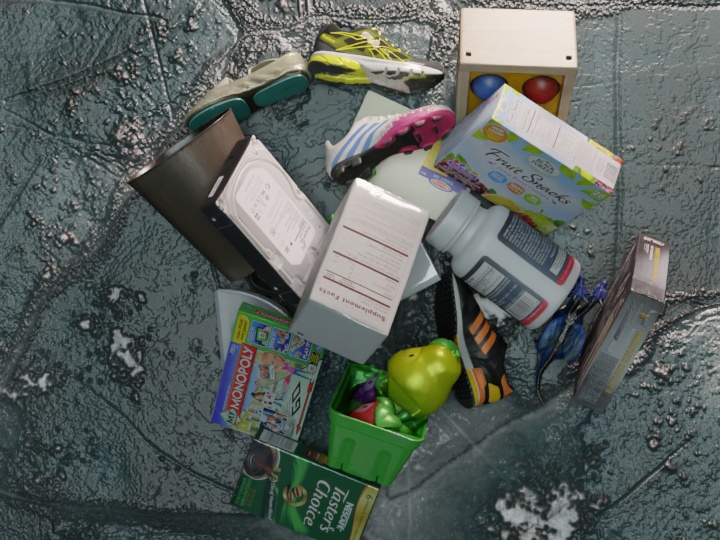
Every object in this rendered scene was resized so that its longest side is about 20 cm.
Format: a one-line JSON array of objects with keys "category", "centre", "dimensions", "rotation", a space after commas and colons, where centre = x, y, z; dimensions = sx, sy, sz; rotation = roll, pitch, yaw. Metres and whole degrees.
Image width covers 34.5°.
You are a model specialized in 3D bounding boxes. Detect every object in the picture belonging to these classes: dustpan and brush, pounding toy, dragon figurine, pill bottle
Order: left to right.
[{"category": "dustpan and brush", "centre": [-0.112, 0.095, 1.672], "dimensions": [0.199, 0.057, 0.140], "rotation": [-2, 110, 5]}, {"category": "pill bottle", "centre": [0.198, -0.021, 1.636], "dimensions": [0.200, 0.120, 0.120], "rotation": [37, 93, -4]}, {"category": "pounding toy", "centre": [0.224, -0.241, 1.614], "dimensions": [0.183, 0.200, 0.143], "rotation": [3, 59, 3]}, {"category": "dragon figurine", "centre": [0.286, 0.096, 1.650], "dimensions": [0.059, 0.099, 0.201], "rotation": [27, 92, 3]}]

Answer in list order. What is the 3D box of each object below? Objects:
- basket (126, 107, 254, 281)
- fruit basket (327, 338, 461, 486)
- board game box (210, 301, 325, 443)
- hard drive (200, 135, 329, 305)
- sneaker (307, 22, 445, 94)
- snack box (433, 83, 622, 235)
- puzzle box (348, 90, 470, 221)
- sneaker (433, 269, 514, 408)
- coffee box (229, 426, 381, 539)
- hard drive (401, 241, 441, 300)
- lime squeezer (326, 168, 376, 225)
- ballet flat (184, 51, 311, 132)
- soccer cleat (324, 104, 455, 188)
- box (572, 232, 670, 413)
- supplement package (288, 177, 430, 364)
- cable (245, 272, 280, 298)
[{"category": "basket", "centre": [-0.200, -0.096, 1.644], "dimensions": [0.180, 0.136, 0.200], "rotation": [-34, 104, 2]}, {"category": "fruit basket", "centre": [0.046, 0.172, 1.613], "dimensions": [0.155, 0.216, 0.217], "rotation": [19, 92, 3]}, {"category": "board game box", "centre": [-0.131, 0.153, 1.666], "dimensions": [0.134, 0.029, 0.201], "rotation": [17, 119, 1]}, {"category": "hard drive", "centre": [-0.122, -0.067, 1.590], "dimensions": [0.038, 0.140, 0.200], "rotation": [-13, 129, 37]}, {"category": "sneaker", "centre": [0.026, -0.311, 1.670], "dimensions": [0.199, 0.075, 0.085], "rotation": [8, 73, -7]}, {"category": "snack box", "centre": [0.227, -0.147, 1.590], "dimensions": [0.199, 0.169, 0.068], "rotation": [29, 63, -15]}, {"category": "puzzle box", "centre": [0.074, -0.161, 1.694], "dimensions": [0.199, 0.025, 0.134], "rotation": [26, 92, 2]}, {"category": "sneaker", "centre": [0.168, 0.095, 1.683], "dimensions": [0.090, 0.070, 0.201], "rotation": [-8, 83, -23]}, {"category": "coffee box", "centre": [-0.078, 0.320, 1.687], "dimensions": [0.199, 0.044, 0.123], "rotation": [22, 110, 2]}, {"category": "hard drive", "centre": [0.000, 0.000, 1.689], "dimensions": [0.199, 0.025, 0.132], "rotation": [-28, 89, 11]}, {"category": "lime squeezer", "centre": [-0.065, -0.089, 1.690], "dimensions": [0.199, 0.038, 0.071], "rotation": [-14, 107, 14]}, {"category": "ballet flat", "centre": [-0.167, -0.262, 1.697], "dimensions": [0.199, 0.068, 0.063], "rotation": [-21, 60, 0]}, {"category": "soccer cleat", "centre": [0.035, -0.195, 1.636], "dimensions": [0.199, 0.070, 0.087], "rotation": [-26, 54, 13]}, {"category": "box", "centre": [0.355, 0.070, 1.578], "dimensions": [0.048, 0.159, 0.201], "rotation": [22, 124, 3]}, {"category": "supplement package", "centre": [-0.001, 0.002, 1.561], "dimensions": [0.117, 0.117, 0.201], "rotation": [25, 62, -7]}, {"category": "cable", "centre": [-0.069, 0.033, 1.682], "dimensions": [0.199, 0.050, 0.098], "rotation": [8, 113, 21]}]
